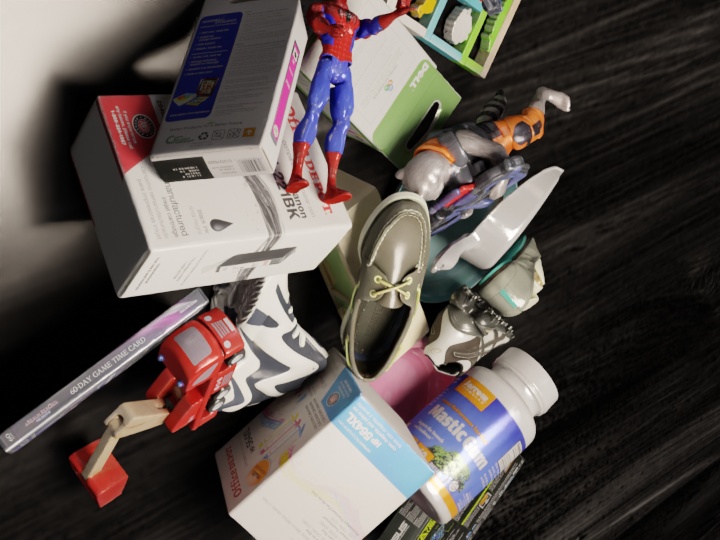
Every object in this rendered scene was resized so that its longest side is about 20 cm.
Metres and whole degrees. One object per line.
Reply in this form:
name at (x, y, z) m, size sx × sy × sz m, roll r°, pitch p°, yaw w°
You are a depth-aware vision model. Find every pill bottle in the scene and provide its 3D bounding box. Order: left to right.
pill bottle at (0.128, 0.182, 1.149) m, size 0.200 × 0.112 × 0.113 m, roll -40°, pitch 131°, yaw -14°

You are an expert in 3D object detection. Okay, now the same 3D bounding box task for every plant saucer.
plant saucer at (0.030, 0.164, 1.175) m, size 0.199 × 0.051 × 0.203 m, roll -19°, pitch 122°, yaw -34°
plant saucer at (0.100, -0.061, 1.144) m, size 0.199 × 0.027 × 0.202 m, roll -18°, pitch 121°, yaw -33°

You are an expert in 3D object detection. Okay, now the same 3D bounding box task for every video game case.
video game case at (-0.225, 0.090, 0.873) m, size 0.199 × 0.143 × 0.019 m, roll -37°, pitch 92°, yaw -20°

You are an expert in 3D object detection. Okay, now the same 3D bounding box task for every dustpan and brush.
dustpan and brush at (0.132, -0.038, 1.072) m, size 0.140 × 0.057 × 0.200 m, roll -52°, pitch 179°, yaw 43°

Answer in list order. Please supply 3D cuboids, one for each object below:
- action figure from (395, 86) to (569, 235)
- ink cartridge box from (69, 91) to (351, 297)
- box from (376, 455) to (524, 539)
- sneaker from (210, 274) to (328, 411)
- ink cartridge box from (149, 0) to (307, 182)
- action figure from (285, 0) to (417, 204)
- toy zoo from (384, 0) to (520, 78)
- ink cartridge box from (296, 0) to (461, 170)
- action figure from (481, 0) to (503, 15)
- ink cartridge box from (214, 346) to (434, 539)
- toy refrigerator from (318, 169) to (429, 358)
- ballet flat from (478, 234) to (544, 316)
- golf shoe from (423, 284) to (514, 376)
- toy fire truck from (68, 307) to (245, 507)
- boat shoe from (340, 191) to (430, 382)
action figure at (0.103, -0.110, 1.031) m, size 0.193 × 0.200 × 0.105 m, roll -27°, pitch 85°, yaw -42°
ink cartridge box at (-0.125, -0.070, 0.859) m, size 0.199 × 0.145 × 0.084 m, roll -9°, pitch 158°, yaw -39°
box at (0.121, 0.292, 1.286) m, size 0.201 × 0.047 × 0.193 m, roll -54°, pitch 147°, yaw -6°
sneaker at (-0.080, 0.049, 1.007) m, size 0.129 × 0.079 × 0.201 m, roll 4°, pitch 108°, yaw -43°
ink cartridge box at (-0.100, -0.158, 0.814) m, size 0.037 × 0.094 × 0.202 m, roll 65°, pitch 28°, yaw -51°
action figure at (-0.010, -0.166, 0.837) m, size 0.065 × 0.099 × 0.202 m, roll 13°, pitch 73°, yaw -31°
toy zoo at (0.090, -0.296, 1.028) m, size 0.199 × 0.020 × 0.132 m, roll 22°, pitch 95°, yaw -44°
ink cartridge box at (0.007, -0.190, 0.979) m, size 0.104 × 0.059 × 0.200 m, roll -56°, pitch 137°, yaw -5°
action figure at (0.130, -0.341, 0.932) m, size 0.104 × 0.194 × 0.202 m, roll -16°, pitch 113°, yaw 15°
ink cartridge box at (-0.050, 0.207, 1.032) m, size 0.200 × 0.129 × 0.125 m, roll -41°, pitch 112°, yaw 1°
toy refrigerator at (0.000, 0.000, 1.054) m, size 0.070 × 0.076 × 0.201 m, roll -39°, pitch 131°, yaw -19°
ballet flat at (0.181, 0.011, 1.161) m, size 0.067 × 0.064 × 0.200 m, roll -45°, pitch 177°, yaw 21°
golf shoe at (0.116, 0.073, 1.146) m, size 0.095 × 0.078 × 0.200 m, roll -49°, pitch 160°, yaw 5°
toy fire truck at (-0.187, 0.126, 0.911) m, size 0.140 × 0.049 × 0.201 m, roll -30°, pitch 161°, yaw -35°
boat shoe at (0.027, 0.020, 0.976) m, size 0.071 × 0.061 × 0.203 m, roll 7°, pitch 126°, yaw -13°
